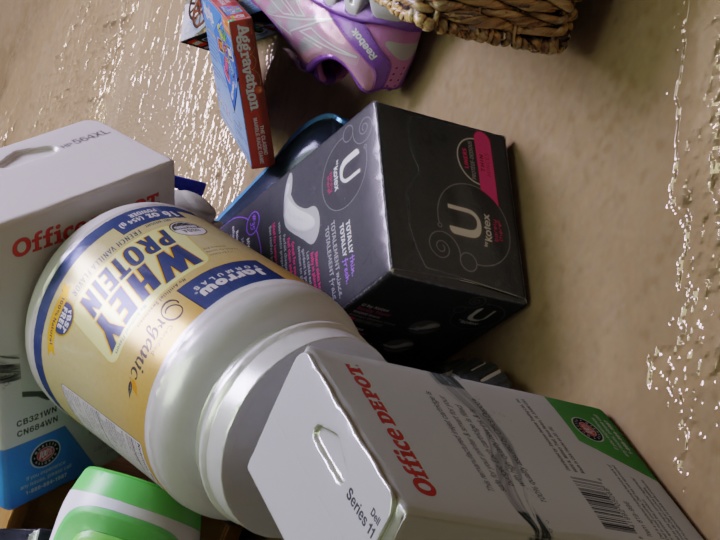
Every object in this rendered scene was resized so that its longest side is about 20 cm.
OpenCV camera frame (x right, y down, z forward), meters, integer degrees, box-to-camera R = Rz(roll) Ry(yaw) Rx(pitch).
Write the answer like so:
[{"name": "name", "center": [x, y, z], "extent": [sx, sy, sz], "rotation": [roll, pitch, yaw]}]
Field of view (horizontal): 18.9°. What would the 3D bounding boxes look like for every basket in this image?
[{"name": "basket", "center": [0.062, -0.231, 1.306], "extent": [0.200, 0.143, 0.149], "rotation": [37, 115, 52]}]

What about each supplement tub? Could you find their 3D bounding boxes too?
[{"name": "supplement tub", "center": [-0.087, 0.056, 1.247], "extent": [0.200, 0.144, 0.145], "rotation": [30, 104, 44]}]

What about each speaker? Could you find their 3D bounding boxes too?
[{"name": "speaker", "center": [-0.158, 0.220, 1.255], "extent": [0.088, 0.088, 0.200], "rotation": [-2, 67, 59]}]

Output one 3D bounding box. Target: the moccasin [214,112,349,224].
[{"name": "moccasin", "center": [-0.063, -0.019, 1.489], "extent": [0.200, 0.080, 0.068], "rotation": [-58, 30, 29]}]

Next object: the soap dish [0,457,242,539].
[{"name": "soap dish", "center": [-0.179, 0.186, 1.477], "extent": [0.081, 0.200, 0.157], "rotation": [41, 113, 60]}]

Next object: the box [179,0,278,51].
[{"name": "box", "center": [-0.066, -0.250, 1.634], "extent": [0.200, 0.038, 0.137], "rotation": [-10, 70, 57]}]

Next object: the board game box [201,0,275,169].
[{"name": "board game box", "center": [-0.089, -0.142, 1.537], "extent": [0.200, 0.019, 0.103], "rotation": [-124, 23, -73]}]

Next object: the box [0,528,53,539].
[{"name": "box", "center": [-0.142, 0.275, 1.366], "extent": [0.123, 0.200, 0.199], "rotation": [163, 118, -68]}]

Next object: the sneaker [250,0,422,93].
[{"name": "sneaker", "center": [-0.033, -0.177, 1.483], "extent": [0.200, 0.080, 0.089], "rotation": [27, 117, 37]}]

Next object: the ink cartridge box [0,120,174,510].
[{"name": "ink cartridge box", "center": [-0.194, 0.025, 1.348], "extent": [0.084, 0.146, 0.200], "rotation": [27, 127, 37]}]

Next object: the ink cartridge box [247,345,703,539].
[{"name": "ink cartridge box", "center": [0.060, 0.125, 1.109], "extent": [0.083, 0.200, 0.147], "rotation": [-63, 33, 21]}]

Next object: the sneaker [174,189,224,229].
[{"name": "sneaker", "center": [-0.105, 0.045, 1.449], "extent": [0.081, 0.200, 0.083], "rotation": [-20, 17, 47]}]

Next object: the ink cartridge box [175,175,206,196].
[{"name": "ink cartridge box", "center": [-0.159, 0.030, 1.573], "extent": [0.076, 0.136, 0.200], "rotation": [-9, 71, 56]}]

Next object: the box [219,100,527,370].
[{"name": "box", "center": [0.000, 0.000, 1.352], "extent": [0.200, 0.106, 0.122], "rotation": [-37, 50, 46]}]

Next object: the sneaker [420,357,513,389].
[{"name": "sneaker", "center": [0.026, 0.113, 1.312], "extent": [0.200, 0.078, 0.090], "rotation": [-20, 91, 46]}]
